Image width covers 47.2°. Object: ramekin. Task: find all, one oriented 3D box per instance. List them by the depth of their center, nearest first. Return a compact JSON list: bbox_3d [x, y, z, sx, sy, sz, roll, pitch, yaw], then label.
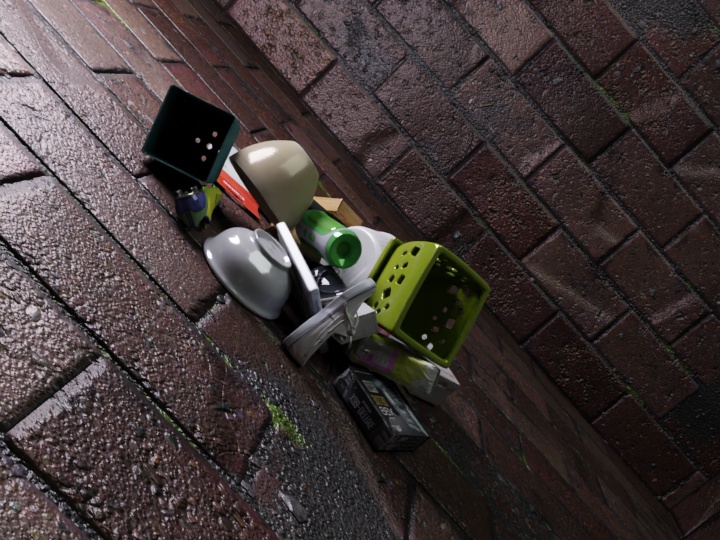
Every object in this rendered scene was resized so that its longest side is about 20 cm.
[{"bbox_3d":[0.000,0.000,1.830,0.097,0.201,0.201,21,29,-47],"label":"ramekin"}]

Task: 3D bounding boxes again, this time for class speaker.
[{"bbox_3d":[-0.069,-0.068,1.726,0.088,0.089,0.200,40,-2,-30],"label":"speaker"}]

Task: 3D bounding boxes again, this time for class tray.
[{"bbox_3d":[-0.099,-0.135,1.956,0.198,0.037,0.099,10,-23,40],"label":"tray"}]

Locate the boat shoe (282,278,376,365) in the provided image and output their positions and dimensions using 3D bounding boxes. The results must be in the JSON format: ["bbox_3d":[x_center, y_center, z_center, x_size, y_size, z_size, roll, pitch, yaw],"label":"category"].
[{"bbox_3d":[-0.039,0.103,1.491,0.086,0.201,0.075,52,-8,7],"label":"boat shoe"}]

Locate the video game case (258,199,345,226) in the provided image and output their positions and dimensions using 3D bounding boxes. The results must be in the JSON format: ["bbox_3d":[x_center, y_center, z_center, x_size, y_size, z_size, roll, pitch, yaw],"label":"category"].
[{"bbox_3d":[-0.120,-0.110,1.953,0.198,0.026,0.180,4,-27,47],"label":"video game case"}]

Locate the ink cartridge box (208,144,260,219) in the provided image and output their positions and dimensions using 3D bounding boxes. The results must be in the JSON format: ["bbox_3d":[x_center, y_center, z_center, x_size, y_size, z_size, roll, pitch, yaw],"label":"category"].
[{"bbox_3d":[-0.285,-0.222,1.936,0.160,0.047,0.201,43,12,-27],"label":"ink cartridge box"}]

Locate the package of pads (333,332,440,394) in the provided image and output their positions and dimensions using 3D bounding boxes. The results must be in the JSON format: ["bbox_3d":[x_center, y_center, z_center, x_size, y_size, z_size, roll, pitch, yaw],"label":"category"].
[{"bbox_3d":[0.054,0.175,1.690,0.198,0.069,0.154,26,1,-17],"label":"package of pads"}]

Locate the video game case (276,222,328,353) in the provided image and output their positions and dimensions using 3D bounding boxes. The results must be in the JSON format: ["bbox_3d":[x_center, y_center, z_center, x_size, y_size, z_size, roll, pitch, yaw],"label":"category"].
[{"bbox_3d":[-0.114,0.034,1.617,0.184,0.023,0.201,84,-18,-46],"label":"video game case"}]

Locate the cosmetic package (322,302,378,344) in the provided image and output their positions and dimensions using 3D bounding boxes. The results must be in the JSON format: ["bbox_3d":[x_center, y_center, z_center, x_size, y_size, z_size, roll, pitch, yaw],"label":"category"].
[{"bbox_3d":[-0.039,0.087,1.639,0.200,0.081,0.051,-147,-134,-66],"label":"cosmetic package"}]

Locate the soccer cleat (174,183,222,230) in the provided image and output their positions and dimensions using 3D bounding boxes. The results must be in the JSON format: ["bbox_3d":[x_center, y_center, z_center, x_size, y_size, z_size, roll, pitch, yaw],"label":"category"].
[{"bbox_3d":[-0.308,-0.119,1.579,0.200,0.064,0.085,-63,140,-81],"label":"soccer cleat"}]

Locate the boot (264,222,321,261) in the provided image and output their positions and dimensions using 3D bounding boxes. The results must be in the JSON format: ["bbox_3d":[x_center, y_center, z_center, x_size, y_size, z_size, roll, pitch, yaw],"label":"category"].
[{"bbox_3d":[-0.144,-0.049,1.845,0.173,0.067,0.200,24,15,-5],"label":"boot"}]

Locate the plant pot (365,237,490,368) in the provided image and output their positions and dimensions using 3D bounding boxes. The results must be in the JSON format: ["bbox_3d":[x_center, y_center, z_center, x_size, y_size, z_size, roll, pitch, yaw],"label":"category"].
[{"bbox_3d":[0.115,0.056,1.698,0.199,0.201,0.181,36,-9,-38],"label":"plant pot"}]

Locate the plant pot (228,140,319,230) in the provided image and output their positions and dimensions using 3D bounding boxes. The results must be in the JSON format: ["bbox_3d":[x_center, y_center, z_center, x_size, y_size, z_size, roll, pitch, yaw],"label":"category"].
[{"bbox_3d":[-0.165,-0.194,1.739,0.201,0.134,0.200,52,-8,11],"label":"plant pot"}]

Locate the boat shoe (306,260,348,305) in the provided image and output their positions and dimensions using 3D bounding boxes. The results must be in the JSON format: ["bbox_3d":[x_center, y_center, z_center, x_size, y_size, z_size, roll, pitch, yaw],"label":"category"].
[{"bbox_3d":[-0.075,0.025,1.665,0.200,0.074,0.063,-151,-128,-63],"label":"boat shoe"}]

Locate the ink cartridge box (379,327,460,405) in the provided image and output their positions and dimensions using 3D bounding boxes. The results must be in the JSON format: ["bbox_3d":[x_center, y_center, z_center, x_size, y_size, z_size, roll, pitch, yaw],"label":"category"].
[{"bbox_3d":[0.134,0.214,1.994,0.146,0.083,0.201,32,20,-50],"label":"ink cartridge box"}]

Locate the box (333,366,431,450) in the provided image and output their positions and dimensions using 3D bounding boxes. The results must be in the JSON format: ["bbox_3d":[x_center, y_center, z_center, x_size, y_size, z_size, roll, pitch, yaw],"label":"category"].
[{"bbox_3d":[0.045,0.272,1.602,0.158,0.050,0.199,54,13,25],"label":"box"}]

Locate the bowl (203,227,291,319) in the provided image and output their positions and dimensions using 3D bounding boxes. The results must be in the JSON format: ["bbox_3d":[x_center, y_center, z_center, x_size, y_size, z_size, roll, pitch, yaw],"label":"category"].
[{"bbox_3d":[-0.193,-0.012,1.546,0.201,0.090,0.201,46,14,-14],"label":"bowl"}]

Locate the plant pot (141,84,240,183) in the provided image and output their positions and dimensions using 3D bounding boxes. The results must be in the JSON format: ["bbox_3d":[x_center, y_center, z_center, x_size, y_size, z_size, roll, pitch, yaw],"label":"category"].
[{"bbox_3d":[-0.326,-0.262,1.661,0.140,0.143,0.200,26,2,-1],"label":"plant pot"}]
